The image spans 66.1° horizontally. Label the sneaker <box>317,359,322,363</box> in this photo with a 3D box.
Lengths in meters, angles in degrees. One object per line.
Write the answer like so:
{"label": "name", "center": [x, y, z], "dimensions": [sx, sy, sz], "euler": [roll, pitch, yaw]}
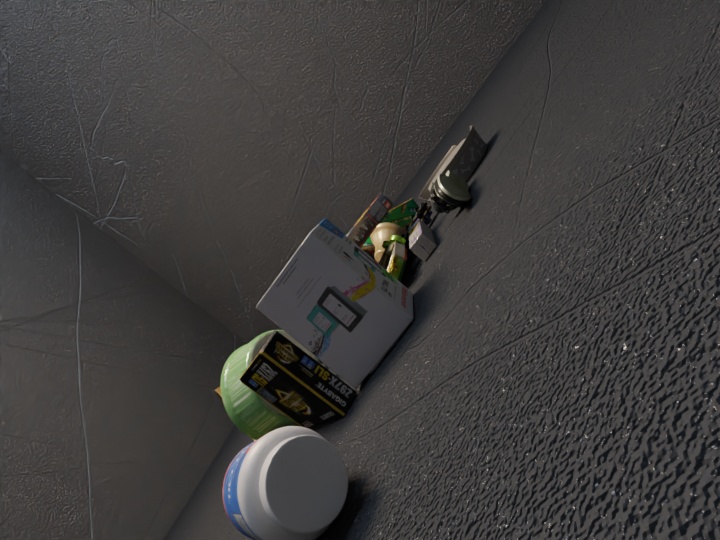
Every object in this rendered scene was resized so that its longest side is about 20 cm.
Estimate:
{"label": "sneaker", "center": [-0.037, 0.114, 1.157], "dimensions": [0.080, 0.077, 0.201], "euler": [-38, 11, 29]}

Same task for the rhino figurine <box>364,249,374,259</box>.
{"label": "rhino figurine", "center": [0.000, 0.000, 1.185], "dimensions": [0.200, 0.058, 0.090], "euler": [-95, 25, -85]}

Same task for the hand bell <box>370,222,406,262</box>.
{"label": "hand bell", "center": [0.052, -0.002, 1.282], "dimensions": [0.104, 0.102, 0.204], "euler": [-48, 20, 49]}

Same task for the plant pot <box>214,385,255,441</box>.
{"label": "plant pot", "center": [-0.202, 0.279, 1.276], "dimensions": [0.199, 0.187, 0.186], "euler": [-42, 0, -23]}

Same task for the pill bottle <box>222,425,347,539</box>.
{"label": "pill bottle", "center": [-0.081, 0.228, 0.587], "dimensions": [0.113, 0.111, 0.200], "euler": [-55, 4, -31]}

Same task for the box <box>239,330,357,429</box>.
{"label": "box", "center": [-0.109, 0.187, 0.899], "dimensions": [0.050, 0.158, 0.200], "euler": [-53, 4, -30]}

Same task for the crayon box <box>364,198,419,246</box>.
{"label": "crayon box", "center": [0.069, -0.108, 1.501], "dimensions": [0.198, 0.059, 0.119], "euler": [-32, -10, -36]}

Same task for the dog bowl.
{"label": "dog bowl", "center": [0.215, -0.231, 1.271], "dimensions": [0.202, 0.058, 0.200], "euler": [-53, 4, 5]}

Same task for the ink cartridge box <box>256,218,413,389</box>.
{"label": "ink cartridge box", "center": [-0.032, 0.047, 0.876], "dimensions": [0.147, 0.199, 0.147], "euler": [-50, 5, 13]}

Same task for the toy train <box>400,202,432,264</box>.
{"label": "toy train", "center": [0.121, -0.082, 1.242], "dimensions": [0.034, 0.045, 0.202], "euler": [-39, 17, 51]}

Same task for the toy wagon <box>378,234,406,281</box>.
{"label": "toy wagon", "center": [0.053, 0.012, 1.091], "dimensions": [0.200, 0.039, 0.159], "euler": [147, 141, -77]}

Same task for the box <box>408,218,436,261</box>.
{"label": "box", "center": [0.122, -0.065, 1.114], "dimensions": [0.039, 0.041, 0.200], "euler": [-51, 6, 13]}

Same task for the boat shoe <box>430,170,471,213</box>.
{"label": "boat shoe", "center": [0.163, -0.142, 1.049], "dimensions": [0.067, 0.074, 0.200], "euler": [-53, 4, 21]}

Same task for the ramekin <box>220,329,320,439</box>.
{"label": "ramekin", "center": [-0.162, 0.216, 1.072], "dimensions": [0.097, 0.200, 0.201], "euler": [-39, 12, 39]}

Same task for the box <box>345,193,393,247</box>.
{"label": "box", "center": [-0.017, -0.060, 1.180], "dimensions": [0.202, 0.040, 0.137], "euler": [-53, 5, -24]}

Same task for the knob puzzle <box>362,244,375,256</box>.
{"label": "knob puzzle", "center": [0.010, 0.005, 1.449], "dimensions": [0.217, 0.031, 0.221], "euler": [-33, -23, -16]}
